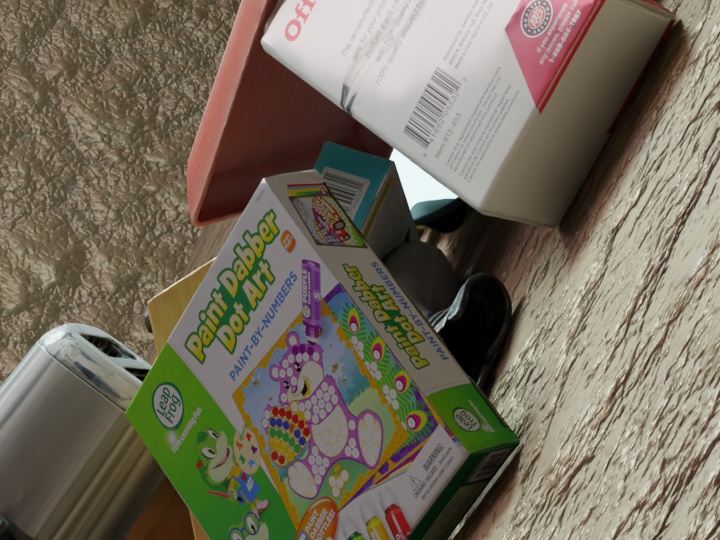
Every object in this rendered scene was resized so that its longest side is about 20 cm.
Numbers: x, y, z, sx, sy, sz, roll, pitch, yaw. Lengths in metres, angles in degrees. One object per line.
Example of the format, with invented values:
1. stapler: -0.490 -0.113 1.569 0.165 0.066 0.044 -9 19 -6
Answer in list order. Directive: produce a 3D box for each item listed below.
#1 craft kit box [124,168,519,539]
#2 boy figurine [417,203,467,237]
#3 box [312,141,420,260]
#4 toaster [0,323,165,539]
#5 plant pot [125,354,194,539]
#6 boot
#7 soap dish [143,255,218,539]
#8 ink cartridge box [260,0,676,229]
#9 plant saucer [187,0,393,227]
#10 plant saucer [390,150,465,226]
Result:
1. craft kit box: -0.027 0.084 1.403 0.049 0.198 0.200 -8 -38 -41
2. boy figurine: 0.044 -0.073 1.899 0.124 0.064 0.200 -63 11 0
3. box: 0.000 0.000 1.680 0.200 0.049 0.082 70 -139 -63
4. toaster: -0.183 0.110 1.645 0.129 0.114 0.200 -55 -10 2
5. plant pot: -0.092 0.121 1.846 0.200 0.140 0.200 -61 8 15
6. boot: 0.048 0.037 1.537 0.132 0.070 0.200 -44 23 44
7. soap dish: -0.069 0.095 1.576 0.157 0.081 0.200 47 -149 -84
8. ink cartridge box: 0.058 -0.138 1.500 0.084 0.200 0.145 10 -66 -53
9. plant saucer: -0.025 -0.135 1.642 0.200 0.037 0.200 -18 -44 -49
10. plant saucer: 0.042 -0.103 1.784 0.200 0.027 0.200 -19 47 22
